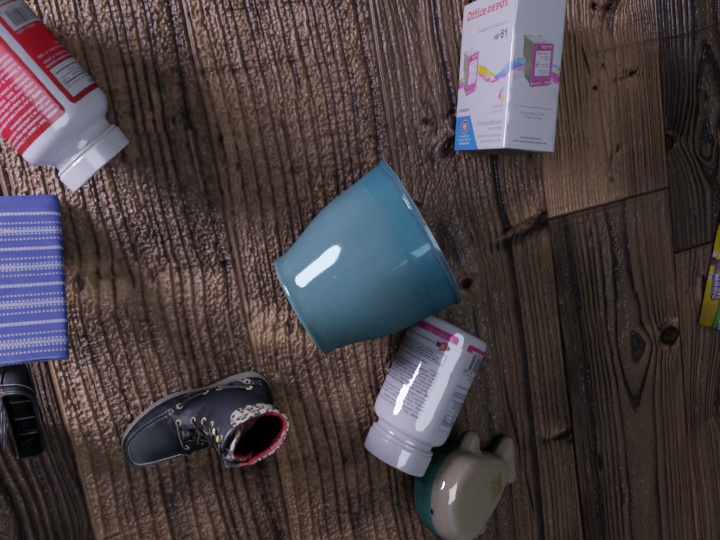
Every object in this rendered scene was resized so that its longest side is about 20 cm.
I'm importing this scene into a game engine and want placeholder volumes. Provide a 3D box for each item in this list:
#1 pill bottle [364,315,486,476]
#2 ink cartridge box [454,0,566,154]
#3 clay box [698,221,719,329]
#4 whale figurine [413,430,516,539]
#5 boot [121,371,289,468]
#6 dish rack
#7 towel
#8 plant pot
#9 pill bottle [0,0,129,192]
[{"bbox_3d":[0.087,0.170,0.962,0.112,0.113,0.204,26,87,-22],"label":"pill bottle"},{"bbox_3d":[0.197,-0.263,0.930,0.082,0.144,0.206,2,97,-20],"label":"ink cartridge box"},{"bbox_3d":[0.664,0.004,1.206,0.112,0.047,0.206,8,95,-23],"label":"clay box"},{"bbox_3d":[0.156,0.311,1.032,0.197,0.102,0.164,-19,106,-44],"label":"whale figurine"},{"bbox_3d":[-0.187,0.194,0.833,0.200,0.153,0.075,-22,105,-17],"label":"boot"},{"bbox_3d":[-0.446,0.155,0.737,0.195,0.055,0.155,-3,141,-21],"label":"dish rack"},{"bbox_3d":[-0.394,0.008,0.745,0.141,0.024,0.205,-4,66,-23],"label":"towel"},{"bbox_3d":[0.000,0.000,0.873,0.185,0.200,0.203,-31,108,1],"label":"plant pot"},{"bbox_3d":[-0.347,-0.189,0.740,0.112,0.112,0.201,-43,110,-11],"label":"pill bottle"}]
